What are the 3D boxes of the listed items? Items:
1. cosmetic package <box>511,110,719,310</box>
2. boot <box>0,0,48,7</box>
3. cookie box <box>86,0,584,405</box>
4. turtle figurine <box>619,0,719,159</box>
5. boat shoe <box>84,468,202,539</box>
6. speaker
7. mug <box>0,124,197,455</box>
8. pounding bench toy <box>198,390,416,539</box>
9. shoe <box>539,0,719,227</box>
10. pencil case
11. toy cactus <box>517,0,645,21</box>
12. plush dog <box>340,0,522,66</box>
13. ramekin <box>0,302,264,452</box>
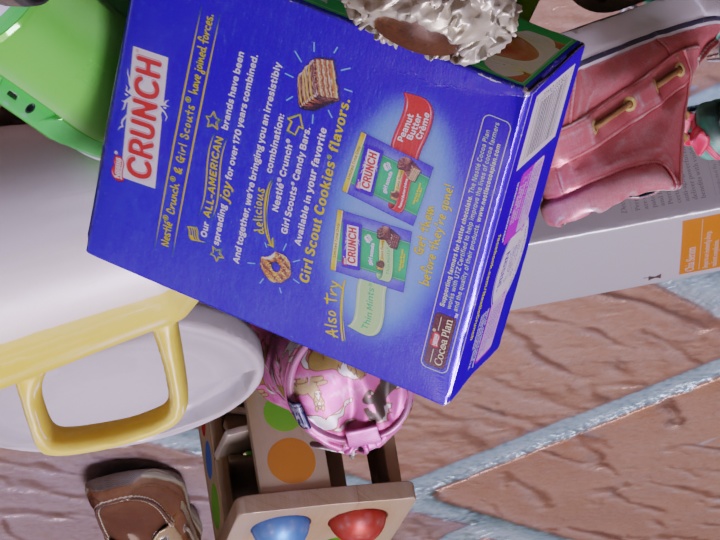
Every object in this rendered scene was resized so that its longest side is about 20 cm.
[{"bbox_3d":[0.155,-0.037,1.475,0.200,0.071,0.101,-11,156,2],"label":"cosmetic package"},{"bbox_3d":[-0.231,-0.176,0.999,0.174,0.069,0.200,1,130,27],"label":"boot"},{"bbox_3d":[-0.016,-0.057,1.119,0.200,0.075,0.171,23,120,16],"label":"cookie box"},{"bbox_3d":[0.237,-0.119,1.308,0.200,0.101,0.150,-32,148,29],"label":"turtle figurine"},{"bbox_3d":[-0.165,0.211,1.891,0.076,0.072,0.200,-15,156,9],"label":"boat shoe"},{"bbox_3d":[-0.151,-0.118,1.158,0.088,0.089,0.200,-19,154,18],"label":"speaker"},{"bbox_3d":[-0.158,-0.007,1.310,0.153,0.150,0.187,-13,145,6],"label":"mug"},{"bbox_3d":[-0.050,0.146,1.691,0.124,0.156,0.200,-4,155,-14],"label":"pounding bench toy"},{"bbox_3d":[0.135,-0.083,1.191,0.071,0.091,0.200,-16,-175,36],"label":"shoe"},{"bbox_3d":[-0.023,0.060,1.503,0.083,0.087,0.200,38,178,-12],"label":"pencil case"},{"bbox_3d":[0.102,-0.160,1.190,0.200,0.102,0.165,-27,170,27],"label":"toy cactus"},{"bbox_3d":[0.028,-0.184,1.045,0.200,0.161,0.172,26,-168,32],"label":"plush dog"},{"bbox_3d":[-0.164,0.034,1.476,0.202,0.094,0.202,-9,155,-4],"label":"ramekin"}]
